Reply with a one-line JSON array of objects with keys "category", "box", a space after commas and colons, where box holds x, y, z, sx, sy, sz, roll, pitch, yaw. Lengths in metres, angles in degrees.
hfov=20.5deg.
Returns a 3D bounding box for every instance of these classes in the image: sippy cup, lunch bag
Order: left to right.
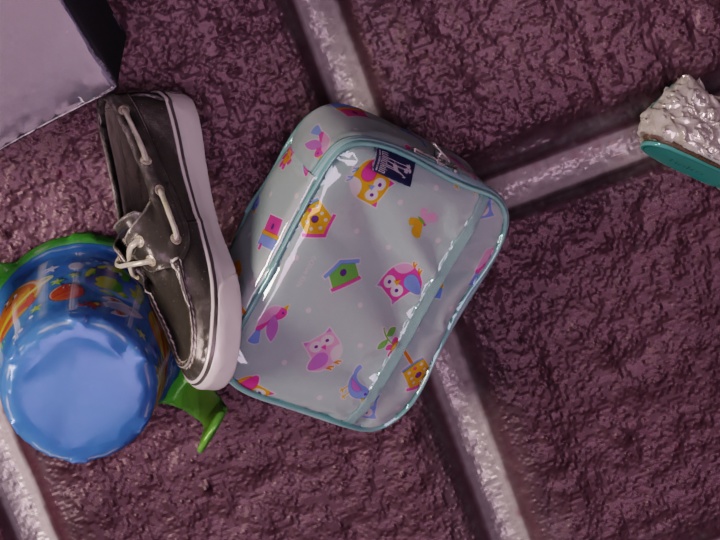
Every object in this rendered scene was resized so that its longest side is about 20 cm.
[{"category": "sippy cup", "box": [-0.179, 0.058, 1.280, 0.177, 0.130, 0.140, -7, 107, -4]}, {"category": "lunch bag", "box": [0.000, 0.000, 1.293, 0.160, 0.077, 0.201, 23, 105, -28]}]

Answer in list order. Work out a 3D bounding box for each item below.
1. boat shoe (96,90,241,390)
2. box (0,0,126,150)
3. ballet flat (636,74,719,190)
[{"category": "boat shoe", "box": [-0.127, -0.018, 1.255, 0.063, 0.071, 0.201, -2, 69, -34]}, {"category": "box", "box": [-0.254, -0.128, 1.186, 0.198, 0.200, 0.124, -28, 106, 2]}, {"category": "ballet flat", "box": [0.278, -0.066, 1.322, 0.199, 0.072, 0.072, 31, 101, -13]}]
